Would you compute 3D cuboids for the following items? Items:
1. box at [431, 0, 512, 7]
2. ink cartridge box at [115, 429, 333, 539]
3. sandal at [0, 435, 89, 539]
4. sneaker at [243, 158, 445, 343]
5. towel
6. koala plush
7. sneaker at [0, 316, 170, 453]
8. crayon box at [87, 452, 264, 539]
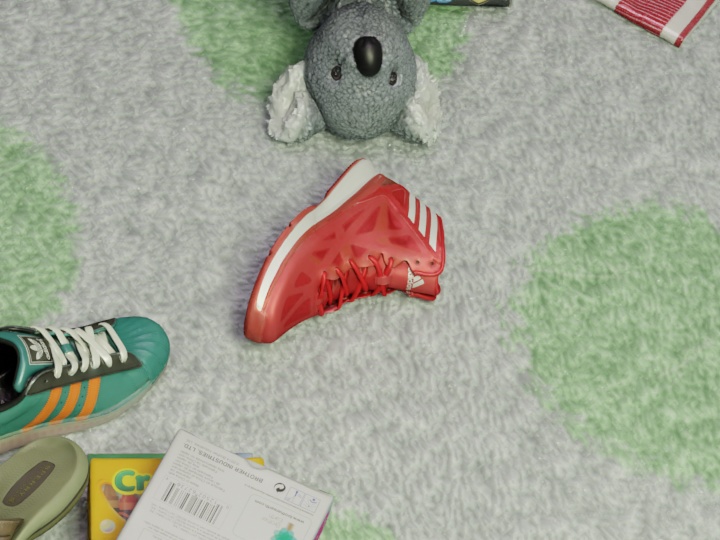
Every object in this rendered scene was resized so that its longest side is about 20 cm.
[{"bbox_3d":[0.037,-0.330,1.737,0.198,0.050,0.200,1,52,-5],"label":"box"},{"bbox_3d":[-0.110,0.210,1.244,0.118,0.042,0.201,23,50,6],"label":"ink cartridge box"},{"bbox_3d":[-0.257,0.169,1.250,0.079,0.058,0.201,17,44,21],"label":"sandal"},{"bbox_3d":[0.000,0.000,1.467,0.115,0.079,0.200,28,54,13],"label":"sneaker"},{"bbox_3d":[0.248,-0.301,1.778,0.199,0.023,0.144,33,55,14],"label":"towel"},{"bbox_3d":[0.001,-0.202,1.574,0.175,0.184,0.202,-3,94,-10],"label":"koala plush"},{"bbox_3d":[-0.224,0.074,1.364,0.199,0.080,0.072,-23,60,-26],"label":"sneaker"},{"bbox_3d":[-0.126,0.200,1.307,0.124,0.052,0.201,0,53,-11],"label":"crayon box"}]
